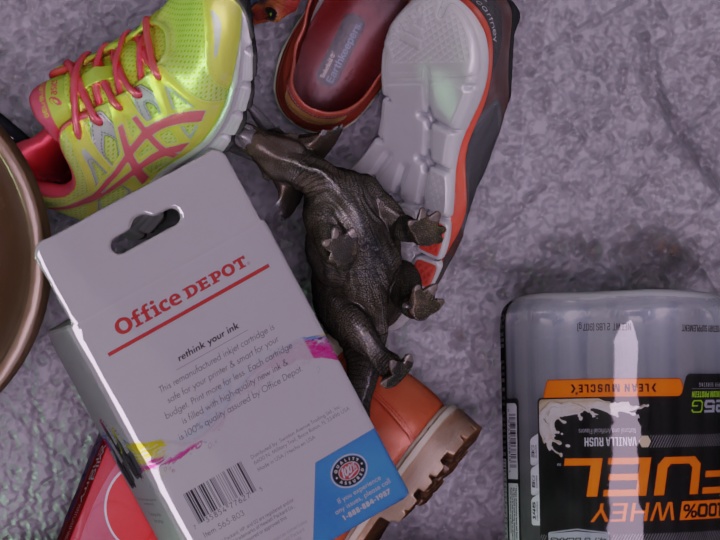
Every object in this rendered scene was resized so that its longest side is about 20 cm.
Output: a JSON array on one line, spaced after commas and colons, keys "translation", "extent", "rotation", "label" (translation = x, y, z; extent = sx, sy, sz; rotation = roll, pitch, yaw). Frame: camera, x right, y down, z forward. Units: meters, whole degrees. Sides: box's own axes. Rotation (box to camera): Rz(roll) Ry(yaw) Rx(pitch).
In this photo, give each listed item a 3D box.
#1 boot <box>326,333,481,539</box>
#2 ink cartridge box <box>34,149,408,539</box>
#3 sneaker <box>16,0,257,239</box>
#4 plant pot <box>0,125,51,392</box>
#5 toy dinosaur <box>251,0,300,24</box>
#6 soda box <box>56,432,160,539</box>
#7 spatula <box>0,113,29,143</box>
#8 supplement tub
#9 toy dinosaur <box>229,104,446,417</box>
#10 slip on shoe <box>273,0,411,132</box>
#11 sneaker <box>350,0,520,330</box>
[{"translation": [-0.036, 0.128, 1.559], "extent": [0.107, 0.075, 0.200], "rotation": [39, 98, 7], "label": "boot"}, {"translation": [-0.077, 0.053, 1.455], "extent": [0.115, 0.068, 0.200], "rotation": [-29, 95, -16], "label": "ink cartridge box"}, {"translation": [-0.117, -0.085, 1.455], "extent": [0.090, 0.078, 0.200], "rotation": [10, 139, -26], "label": "sneaker"}, {"translation": [-0.250, -0.008, 1.496], "extent": [0.201, 0.093, 0.201], "rotation": [1, 94, 8], "label": "plant pot"}, {"translation": [-0.121, -0.177, 1.461], "extent": [0.181, 0.200, 0.105], "rotation": [28, 116, 24], "label": "toy dinosaur"}, {"translation": [-0.102, 0.093, 1.515], "extent": [0.070, 0.063, 0.200], "rotation": [22, 80, -9], "label": "soda box"}, {"translation": [-0.252, -0.117, 1.521], "extent": [0.200, 0.021, 0.057], "rotation": [36, 109, -11], "label": "spatula"}, {"translation": [0.135, 0.112, 1.514], "extent": [0.122, 0.123, 0.200], "rotation": [-2, 87, -3], "label": "supplement tub"}, {"translation": [0.000, 0.000, 1.485], "extent": [0.077, 0.102, 0.200], "rotation": [-27, 115, -11], "label": "toy dinosaur"}, {"translation": [0.014, -0.162, 1.509], "extent": [0.074, 0.061, 0.200], "rotation": [26, 96, -5], "label": "slip on shoe"}, {"translation": [0.044, -0.058, 1.522], "extent": [0.077, 0.082, 0.200], "rotation": [35, 123, 24], "label": "sneaker"}]
